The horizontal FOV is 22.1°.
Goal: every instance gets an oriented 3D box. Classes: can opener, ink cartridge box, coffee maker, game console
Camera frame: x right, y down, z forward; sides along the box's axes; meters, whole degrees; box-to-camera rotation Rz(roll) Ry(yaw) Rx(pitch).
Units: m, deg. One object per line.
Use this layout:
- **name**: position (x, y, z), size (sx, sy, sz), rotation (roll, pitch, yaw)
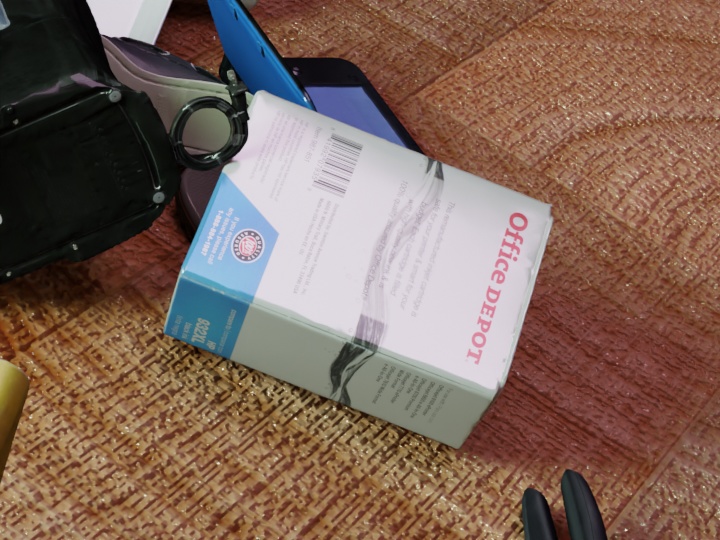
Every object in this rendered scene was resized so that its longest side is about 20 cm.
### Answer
- **can opener**: position (0.125, 0.190, 1.033), size (0.063, 0.079, 0.200), rotation (-24, 39, 3)
- **ink cartridge box**: position (0.000, 0.000, 1.125), size (0.200, 0.084, 0.145), rotation (21, 57, -2)
- **coffee maker**: position (-0.187, -0.101, 1.143), size (0.192, 0.135, 0.200), rotation (-4, 33, -18)
- **game console**: position (-0.022, -0.131, 1.316), size (0.170, 0.119, 0.200), rotation (-4, 43, -32)

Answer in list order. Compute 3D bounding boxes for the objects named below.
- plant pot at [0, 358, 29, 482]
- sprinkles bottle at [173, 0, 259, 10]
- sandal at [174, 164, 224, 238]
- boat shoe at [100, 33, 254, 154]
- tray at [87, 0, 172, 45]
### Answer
- **plant pot**: position (-0.271, 0.139, 0.772), size (0.199, 0.200, 0.177), rotation (17, 47, -8)
- **sprinkles bottle**: position (-0.174, -0.242, 1.425), size (0.199, 0.068, 0.068), rotation (2, 40, -27)
- **sandal**: position (-0.046, -0.012, 1.198), size (0.082, 0.055, 0.200), rotation (-11, 48, -36)
- **boat shoe**: position (-0.159, -0.124, 1.281), size (0.199, 0.075, 0.066), rotation (12, 7, -1)
- **tray**: position (-0.186, -0.226, 1.360), size (0.107, 0.022, 0.200), rotation (26, 63, -16)
